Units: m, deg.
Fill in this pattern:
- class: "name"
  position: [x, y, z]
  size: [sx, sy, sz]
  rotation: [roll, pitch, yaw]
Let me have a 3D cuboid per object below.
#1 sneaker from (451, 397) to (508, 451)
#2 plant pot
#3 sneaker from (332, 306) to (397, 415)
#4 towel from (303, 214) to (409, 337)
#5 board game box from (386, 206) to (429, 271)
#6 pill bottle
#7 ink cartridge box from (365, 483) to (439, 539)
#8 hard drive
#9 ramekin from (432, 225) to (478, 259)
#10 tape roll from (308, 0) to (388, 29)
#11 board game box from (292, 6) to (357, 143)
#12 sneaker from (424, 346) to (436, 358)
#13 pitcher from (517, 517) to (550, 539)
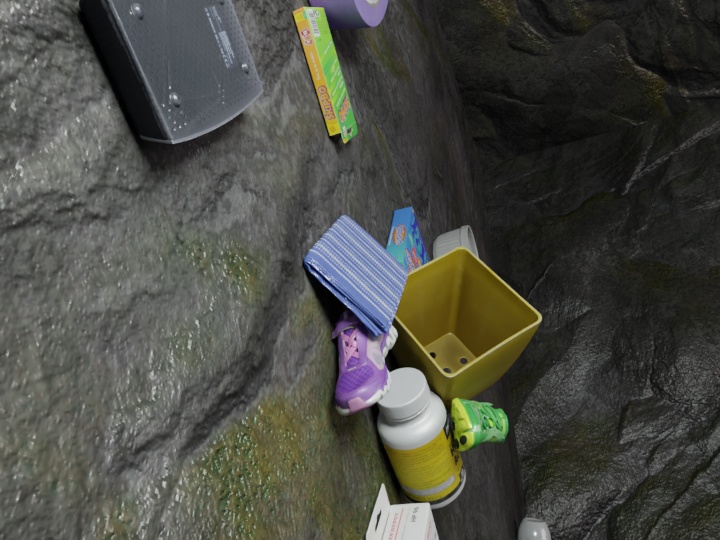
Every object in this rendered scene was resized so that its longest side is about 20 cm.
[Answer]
- class: "sneaker"
  position: [0.184, 0.230, 0.865]
  size: [0.200, 0.081, 0.077]
  rotation: [31, 52, -72]
- class: "plant pot"
  position: [0.153, 0.118, 0.950]
  size: [0.200, 0.196, 0.180]
  rotation: [47, -28, 37]
- class: "sneaker"
  position: [-0.004, 0.102, 0.741]
  size: [0.201, 0.079, 0.090]
  rotation: [-73, 140, -63]
- class: "towel"
  position: [0.000, 0.000, 0.792]
  size: [0.144, 0.024, 0.201]
  rotation: [43, 25, -5]
- class: "board game box"
  position: [0.098, -0.010, 1.145]
  size: [0.202, 0.044, 0.155]
  rotation: [-74, 148, -52]
- class: "pill bottle"
  position: [0.088, 0.255, 0.863]
  size: [0.112, 0.108, 0.204]
  rotation: [-70, 144, -57]
- class: "ink cartridge box"
  position: [0.073, 0.418, 0.793]
  size: [0.116, 0.066, 0.205]
  rotation: [-53, 129, -66]
- class: "hard drive"
  position: [-0.155, -0.195, 0.497]
  size: [0.201, 0.041, 0.138]
  rotation: [-67, 142, -59]
- class: "ramekin"
  position: [0.270, -0.016, 1.568]
  size: [0.199, 0.102, 0.207]
  rotation: [-11, 90, -71]
- class: "tape roll"
  position: [-0.020, -0.513, 0.936]
  size: [0.199, 0.083, 0.207]
  rotation: [5, 90, -67]
- class: "board game box"
  position: [-0.051, -0.308, 0.896]
  size: [0.096, 0.029, 0.205]
  rotation: [-57, 131, -63]
- class: "sneaker"
  position: [0.112, 0.201, 1.042]
  size: [0.200, 0.073, 0.109]
  rotation: [-67, 138, -73]
- class: "pitcher"
  position: [0.617, 1.013, 2.032]
  size: [0.170, 0.119, 0.207]
  rotation: [21, 69, -51]
